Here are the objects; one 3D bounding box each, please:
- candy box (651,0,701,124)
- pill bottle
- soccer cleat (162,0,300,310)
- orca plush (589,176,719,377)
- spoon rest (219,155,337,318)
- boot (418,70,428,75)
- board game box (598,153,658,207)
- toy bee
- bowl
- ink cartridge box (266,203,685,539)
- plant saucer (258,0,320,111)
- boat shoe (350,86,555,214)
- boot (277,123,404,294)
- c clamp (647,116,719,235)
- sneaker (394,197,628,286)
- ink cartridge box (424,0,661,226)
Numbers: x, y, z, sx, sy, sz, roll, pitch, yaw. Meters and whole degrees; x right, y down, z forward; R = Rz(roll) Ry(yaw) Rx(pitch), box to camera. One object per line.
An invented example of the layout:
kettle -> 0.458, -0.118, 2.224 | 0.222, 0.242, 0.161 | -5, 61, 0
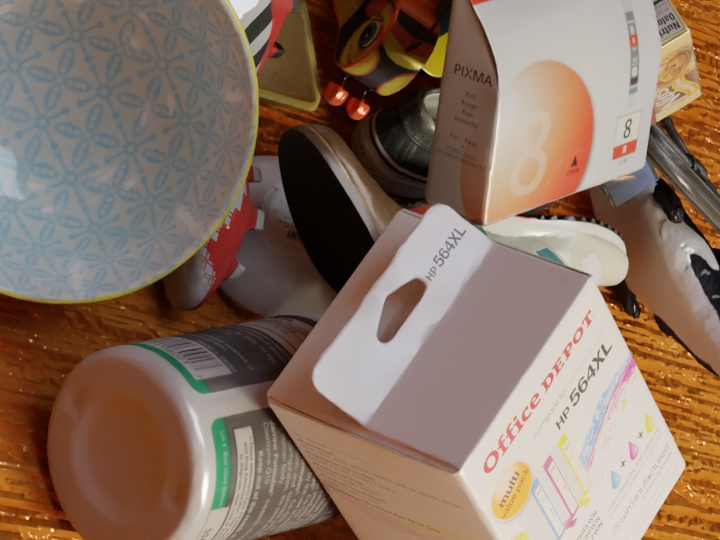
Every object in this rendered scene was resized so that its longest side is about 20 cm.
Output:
candy box -> 0.133, -0.192, 1.726 | 0.200, 0.055, 0.115 | 59, 1, 19
pill bottle -> -0.057, 0.084, 1.482 | 0.200, 0.113, 0.113 | -8, 75, -49
soccer cleat -> -0.092, -0.080, 1.540 | 0.085, 0.069, 0.201 | 12, 91, -35
orca plush -> 0.223, -0.004, 1.814 | 0.071, 0.106, 0.200 | -11, 34, -25
spoon rest -> 0.000, 0.000, 1.618 | 0.199, 0.061, 0.100 | 22, 63, -9
boot -> 0.049, -0.224, 1.816 | 0.181, 0.073, 0.201 | -8, 67, -36
board game box -> 0.108, -0.144, 1.702 | 0.136, 0.035, 0.200 | 58, 1, 39
toy bee -> 0.008, -0.150, 1.659 | 0.131, 0.109, 0.200 | 38, 11, -10
bowl -> -0.157, -0.089, 1.461 | 0.200, 0.200, 0.108 | 51, -2, -13
ink cartridge box -> 0.058, 0.075, 1.425 | 0.129, 0.125, 0.200 | -55, 142, -20
plant saucer -> -0.121, -0.190, 1.625 | 0.200, 0.048, 0.201 | 13, 60, -43
boat shoe -> 0.083, -0.075, 1.762 | 0.200, 0.071, 0.072 | -2, 69, -50
boot -> 0.027, -0.007, 1.561 | 0.075, 0.074, 0.200 | -40, 106, -23
c clamp -> 0.200, -0.075, 1.851 | 0.200, 0.027, 0.171 | 38, 17, -55
sneaker -> 0.088, 0.011, 1.735 | 0.199, 0.070, 0.094 | 10, 78, -45
ink cartridge box -> 0.113, -0.137, 1.552 | 0.162, 0.050, 0.201 | -20, 128, -48
